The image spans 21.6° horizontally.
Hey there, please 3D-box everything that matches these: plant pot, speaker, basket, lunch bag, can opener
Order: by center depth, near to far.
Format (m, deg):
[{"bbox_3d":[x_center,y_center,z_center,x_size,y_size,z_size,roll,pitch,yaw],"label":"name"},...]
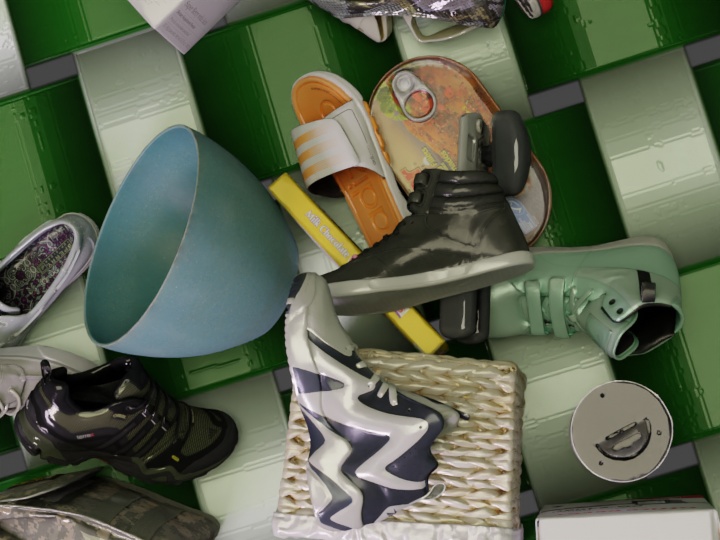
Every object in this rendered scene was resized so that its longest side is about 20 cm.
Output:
[{"bbox_3d":[0.212,0.133,1.550,0.081,0.200,0.082,-1,85,6],"label":"speaker"},{"bbox_3d":[0.043,0.153,1.572,0.199,0.198,0.162,5,84,8],"label":"basket"},{"bbox_3d":[0.106,-0.039,1.599,0.067,0.053,0.201,-4,77,29],"label":"can opener"},{"bbox_3d":[-0.240,0.234,1.616,0.199,0.164,0.118,21,94,8],"label":"lunch bag"},{"bbox_3d":[-0.133,-0.009,1.626,0.134,0.200,0.201,22,88,-26],"label":"plant pot"}]

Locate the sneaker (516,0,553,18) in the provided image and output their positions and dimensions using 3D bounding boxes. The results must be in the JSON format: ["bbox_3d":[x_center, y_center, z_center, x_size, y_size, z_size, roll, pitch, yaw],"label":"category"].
[{"bbox_3d":[0.148,-0.324,1.660,0.085,0.077,0.201,-12,86,-2],"label":"sneaker"}]

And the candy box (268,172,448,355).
[{"bbox_3d":[0.000,0.000,1.637,0.026,0.102,0.200,-43,82,-3],"label":"candy box"}]

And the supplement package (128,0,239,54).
[{"bbox_3d":[-0.136,-0.311,1.668,0.200,0.121,0.120,-44,81,3],"label":"supplement package"}]

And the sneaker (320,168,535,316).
[{"bbox_3d":[0.037,-0.026,1.556,0.199,0.071,0.100,-13,75,2],"label":"sneaker"}]

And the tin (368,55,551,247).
[{"bbox_3d":[0.087,-0.096,1.667,0.112,0.042,0.200,-35,82,-1],"label":"tin"}]

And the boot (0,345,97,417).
[{"bbox_3d":[-0.327,0.118,1.650,0.199,0.074,0.096,6,44,-7],"label":"boot"}]

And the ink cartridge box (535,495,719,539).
[{"bbox_3d":[0.219,0.232,1.541,0.145,0.200,0.084,-4,85,6],"label":"ink cartridge box"}]

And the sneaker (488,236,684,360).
[{"bbox_3d":[0.176,0.034,1.598,0.200,0.118,0.074,-14,120,5],"label":"sneaker"}]

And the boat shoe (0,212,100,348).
[{"bbox_3d":[-0.316,0.024,1.687,0.070,0.072,0.201,45,96,8],"label":"boat shoe"}]

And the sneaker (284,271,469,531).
[{"bbox_3d":[0.016,0.093,1.450,0.129,0.080,0.200,-9,78,3],"label":"sneaker"}]

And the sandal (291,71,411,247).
[{"bbox_3d":[-0.011,-0.080,1.650,0.079,0.059,0.207,-35,80,47],"label":"sandal"}]

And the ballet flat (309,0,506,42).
[{"bbox_3d":[0.034,-0.234,1.667,0.199,0.072,0.072,3,86,20],"label":"ballet flat"}]

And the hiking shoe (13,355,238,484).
[{"bbox_3d":[-0.190,0.124,1.619,0.199,0.101,0.076,7,44,-26],"label":"hiking shoe"}]
